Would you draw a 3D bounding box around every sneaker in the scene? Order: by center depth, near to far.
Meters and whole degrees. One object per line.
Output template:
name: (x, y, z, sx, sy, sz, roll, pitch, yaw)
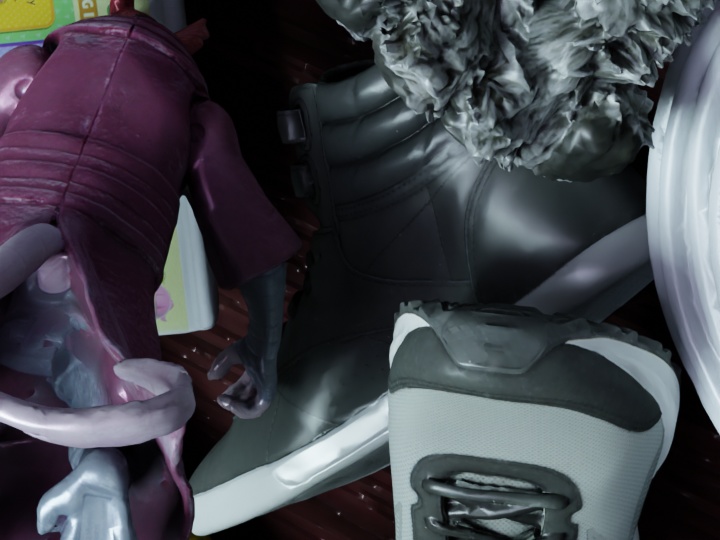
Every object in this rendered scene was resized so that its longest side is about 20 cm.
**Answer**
sneaker: (0.042, 0.072, 0.704, 0.073, 0.080, 0.200, 8, 150, 10)
sneaker: (0.000, 0.000, 0.773, 0.200, 0.071, 0.100, -38, 78, 39)

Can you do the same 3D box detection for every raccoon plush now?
raccoon plush: (0.049, -0.118, 0.635, 0.134, 0.097, 0.200, -45, 39, 20)

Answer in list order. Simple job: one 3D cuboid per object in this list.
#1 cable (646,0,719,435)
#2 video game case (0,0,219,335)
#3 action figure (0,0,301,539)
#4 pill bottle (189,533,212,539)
cable: (0.163, -0.007, 0.634, 0.199, 0.069, 0.201, -7, 104, 40)
video game case: (-0.141, -0.070, 0.782, 0.181, 0.022, 0.201, -5, 109, 2)
action figure: (-0.084, -0.011, 0.700, 0.133, 0.201, 0.149, 12, 147, 3)
pill bottle: (-0.108, 0.097, 0.865, 0.114, 0.114, 0.201, -37, 83, 42)
